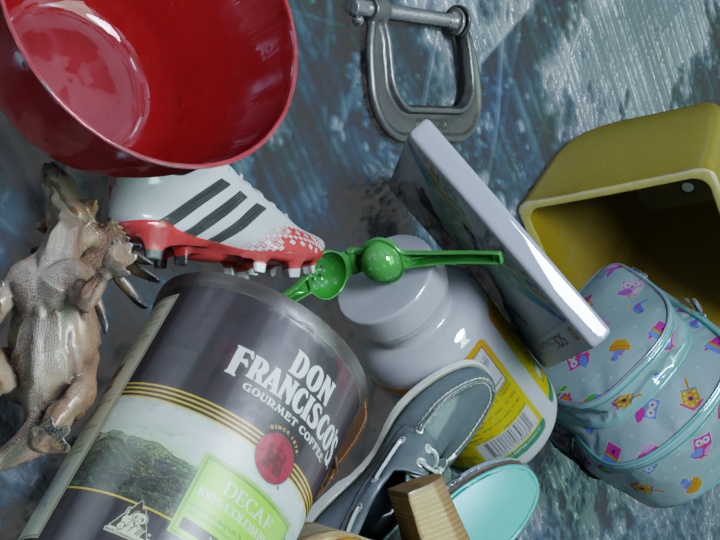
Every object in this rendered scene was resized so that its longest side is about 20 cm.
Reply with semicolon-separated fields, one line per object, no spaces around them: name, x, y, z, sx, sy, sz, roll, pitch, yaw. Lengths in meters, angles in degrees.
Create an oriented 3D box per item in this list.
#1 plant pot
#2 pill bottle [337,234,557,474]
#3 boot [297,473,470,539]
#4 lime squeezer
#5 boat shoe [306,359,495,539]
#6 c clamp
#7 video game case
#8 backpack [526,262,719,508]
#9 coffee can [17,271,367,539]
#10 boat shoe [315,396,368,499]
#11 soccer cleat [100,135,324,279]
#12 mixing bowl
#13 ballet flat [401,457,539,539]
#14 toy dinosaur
plant pot;0.298;-0.057;1.453;0.197;0.193;0.201;63;35;-27
pill bottle;0.066;0.067;1.157;0.200;0.112;0.114;50;47;-39
boot;-0.004;0.235;0.987;0.199;0.071;0.146;-18;93;-17
lime squeezer;0.000;0.000;1.060;0.071;0.198;0.038;-132;-152;-81
boat shoe;0.036;0.151;1.067;0.200;0.062;0.073;-45;126;-11
c clamp;0.050;-0.192;1.248;0.199;0.027;0.173;3;82;-55
video game case;0.098;-0.013;1.120;0.022;0.182;0.200;-39;86;-8
backpack;0.248;0.103;1.299;0.176;0.200;0.154;-45;131;-5
coffee can;-0.099;0.124;0.868;0.147;0.145;0.201;54;49;-36
boat shoe;-0.044;0.134;1.024;0.200;0.067;0.073;-34;112;-52
soccer cleat;-0.092;-0.040;0.986;0.199;0.068;0.086;7;82;-51
mixing bowl;-0.145;-0.132;0.862;0.199;0.108;0.202;18;59;-33
ballet flat;0.052;0.213;1.090;0.200;0.074;0.075;-40;119;-26
toy dinosaur;-0.174;0.040;0.851;0.136;0.085;0.202;83;22;-87
